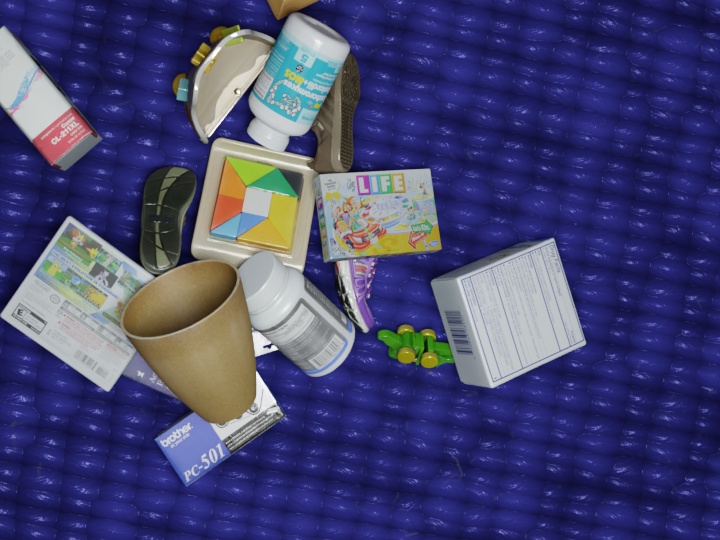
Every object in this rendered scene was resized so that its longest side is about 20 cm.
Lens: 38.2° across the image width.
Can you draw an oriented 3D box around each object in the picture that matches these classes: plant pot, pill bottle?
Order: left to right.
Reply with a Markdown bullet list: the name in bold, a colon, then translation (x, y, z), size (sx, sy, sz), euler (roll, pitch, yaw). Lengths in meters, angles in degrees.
- **plant pot**: translation (-0.229, 0.119, 1.533), size (0.184, 0.187, 0.202), euler (-24, 121, -5)
- **pill bottle**: translation (-0.108, 0.068, 1.633), size (0.114, 0.114, 0.200), euler (-46, 123, -2)
- **pill bottle**: translation (-0.106, -0.291, 1.635), size (0.109, 0.111, 0.202), euler (27, 110, -7)

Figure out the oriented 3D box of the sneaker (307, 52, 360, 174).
- **sneaker**: translation (-0.050, -0.256, 1.678), size (0.074, 0.070, 0.204), euler (-2, 76, 27)

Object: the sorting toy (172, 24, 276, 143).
- **sorting toy**: translation (-0.218, -0.310, 1.599), size (0.106, 0.180, 0.201), euler (39, 88, -8)

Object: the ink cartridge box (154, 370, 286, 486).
- **ink cartridge box**: translation (-0.228, 0.254, 1.699), size (0.199, 0.044, 0.095), euler (-35, 95, -4)

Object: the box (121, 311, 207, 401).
- **box**: translation (-0.337, 0.096, 1.647), size (0.197, 0.104, 0.150), euler (24, 91, -8)

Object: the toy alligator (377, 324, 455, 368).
- **toy alligator**: translation (0.116, 0.138, 1.734), size (0.196, 0.060, 0.055), euler (12, 137, -14)

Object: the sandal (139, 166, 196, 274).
- **sandal**: translation (-0.309, -0.079, 1.634), size (0.078, 0.058, 0.204), euler (10, 60, -5)

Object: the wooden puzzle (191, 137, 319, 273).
- **wooden puzzle**: translation (-0.165, -0.102, 1.667), size (0.182, 0.037, 0.204), euler (11, 75, -8)

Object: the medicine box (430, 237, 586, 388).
- **medicine box**: translation (0.241, 0.067, 1.693), size (0.197, 0.103, 0.185), euler (-21, 96, -22)

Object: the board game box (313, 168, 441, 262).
- **board game box**: translation (0.028, -0.090, 1.676), size (0.197, 0.034, 0.137), euler (-6, 83, -23)

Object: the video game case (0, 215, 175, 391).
- **video game case**: translation (-0.410, 0.051, 1.572), size (0.199, 0.022, 0.184), euler (36, 89, -6)

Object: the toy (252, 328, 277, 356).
- **toy**: translation (-0.174, 0.038, 1.691), size (0.113, 0.047, 0.204), euler (-17, 95, -5)

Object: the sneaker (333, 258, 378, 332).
- **sneaker**: translation (0.000, 0.000, 1.697), size (0.082, 0.081, 0.204), euler (-11, 94, -12)

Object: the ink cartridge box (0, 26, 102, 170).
- **ink cartridge box**: translation (-0.496, -0.259, 1.585), size (0.083, 0.146, 0.201), euler (-39, 97, -4)

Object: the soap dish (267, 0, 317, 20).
- **soap dish**: translation (-0.080, -0.517, 1.653), size (0.198, 0.081, 0.159), euler (-27, 96, -6)
